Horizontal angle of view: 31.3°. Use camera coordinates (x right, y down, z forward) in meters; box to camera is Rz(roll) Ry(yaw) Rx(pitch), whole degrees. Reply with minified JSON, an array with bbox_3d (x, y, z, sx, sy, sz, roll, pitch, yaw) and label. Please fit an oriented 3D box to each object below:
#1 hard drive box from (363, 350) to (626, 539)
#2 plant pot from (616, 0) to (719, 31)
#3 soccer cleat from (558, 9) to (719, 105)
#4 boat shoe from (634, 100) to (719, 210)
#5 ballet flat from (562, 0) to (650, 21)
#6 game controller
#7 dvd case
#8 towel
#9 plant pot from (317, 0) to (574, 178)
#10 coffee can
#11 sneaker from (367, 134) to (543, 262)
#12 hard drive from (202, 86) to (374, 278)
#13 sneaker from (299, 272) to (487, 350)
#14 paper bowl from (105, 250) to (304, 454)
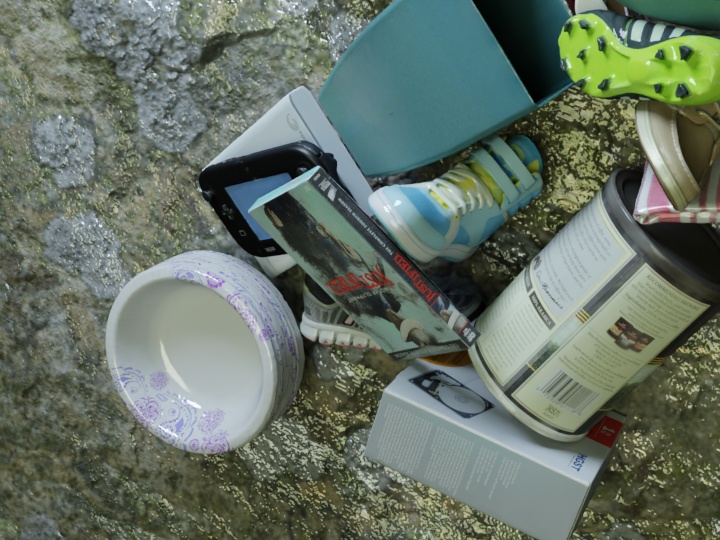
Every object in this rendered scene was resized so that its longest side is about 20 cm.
[{"bbox_3d":[0.127,0.154,1.193,0.200,0.156,0.077,24,114,14],"label":"hard drive box"},{"bbox_3d":[0.262,-0.276,0.974,0.161,0.201,0.201,7,110,33],"label":"plant pot"},{"bbox_3d":[0.227,-0.161,0.994,0.200,0.081,0.068,33,122,58],"label":"soccer cleat"},{"bbox_3d":[0.262,-0.119,1.020,0.065,0.200,0.072,-20,115,25],"label":"boat shoe"},{"bbox_3d":[0.185,-0.254,1.078,0.069,0.071,0.200,-25,96,27],"label":"ballet flat"},{"bbox_3d":[-0.075,-0.062,1.183,0.200,0.042,0.104,-7,113,54],"label":"game controller"},{"bbox_3d":[0.000,0.000,1.119,0.200,0.022,0.146,45,157,-13],"label":"dvd case"},{"bbox_3d":[0.328,-0.079,1.035,0.200,0.146,0.030,0,124,24],"label":"towel"},{"bbox_3d":[0.072,-0.173,1.123,0.200,0.141,0.141,-30,93,40],"label":"plant pot"},{"bbox_3d":[0.209,0.031,1.120,0.146,0.146,0.200,44,119,5],"label":"coffee can"},{"bbox_3d":[0.090,-0.073,1.118,0.131,0.200,0.080,-41,77,16],"label":"sneaker"},{"bbox_3d":[-0.071,-0.078,1.226,0.132,0.027,0.200,57,146,-2],"label":"hard drive"},{"bbox_3d":[0.026,0.026,1.240,0.200,0.074,0.088,2,114,28],"label":"sneaker"},{"bbox_3d":[-0.151,0.077,1.316,0.200,0.104,0.201,9,111,24],"label":"paper bowl"}]
